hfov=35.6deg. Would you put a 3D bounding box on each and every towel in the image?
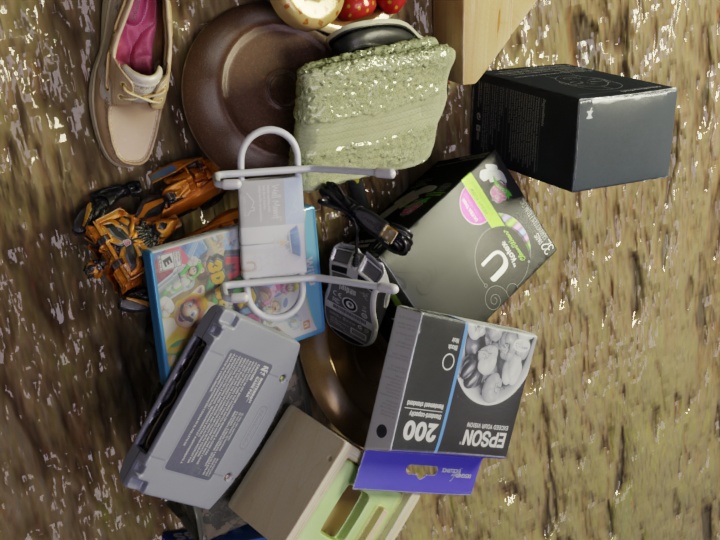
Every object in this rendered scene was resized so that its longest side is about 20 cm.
[{"bbox_3d":[0.012,-0.162,1.163,0.199,0.036,0.149,-17,128,-35],"label":"towel"}]

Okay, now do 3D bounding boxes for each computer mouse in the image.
[{"bbox_3d":[0.000,0.000,1.186,0.044,0.109,0.201,-48,157,-37],"label":"computer mouse"}]

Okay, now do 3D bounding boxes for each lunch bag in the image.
[{"bbox_3d":[-0.142,0.176,1.256,0.163,0.117,0.201,-17,119,-29],"label":"lunch bag"}]

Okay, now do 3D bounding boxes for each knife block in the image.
[{"bbox_3d":[0.116,-0.338,1.267,0.175,0.064,0.200,40,85,-34],"label":"knife block"}]

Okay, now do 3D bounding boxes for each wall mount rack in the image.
[{"bbox_3d":[-0.055,-0.039,1.100,0.173,0.075,0.201,-5,107,-11],"label":"wall mount rack"}]

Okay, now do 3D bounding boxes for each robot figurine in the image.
[{"bbox_3d":[-0.194,-0.045,1.153,0.199,0.058,0.145,-30,82,-28],"label":"robot figurine"}]

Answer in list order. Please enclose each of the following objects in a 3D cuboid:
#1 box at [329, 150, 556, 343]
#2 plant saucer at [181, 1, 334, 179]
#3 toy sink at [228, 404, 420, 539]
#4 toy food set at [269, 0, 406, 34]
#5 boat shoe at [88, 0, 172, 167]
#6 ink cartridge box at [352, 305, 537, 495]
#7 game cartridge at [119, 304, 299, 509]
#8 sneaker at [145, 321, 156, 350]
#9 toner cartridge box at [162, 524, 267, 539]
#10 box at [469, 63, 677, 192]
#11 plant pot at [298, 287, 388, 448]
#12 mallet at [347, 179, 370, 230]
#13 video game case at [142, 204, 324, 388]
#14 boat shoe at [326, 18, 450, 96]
[{"bbox_3d":[0.096,-0.018,1.294,0.200,0.124,0.149,-42,107,-22],"label":"box"},{"bbox_3d":[-0.085,-0.186,1.170,0.199,0.037,0.202,2,84,-25],"label":"plant saucer"},{"bbox_3d":[-0.022,0.259,1.235,0.200,0.112,0.131,41,79,-44],"label":"toy sink"},{"bbox_3d":[-0.017,-0.348,1.174,0.199,0.049,0.199,-2,98,-33],"label":"toy food set"},{"bbox_3d":[-0.223,-0.196,1.104,0.073,0.069,0.201,-6,110,-30],"label":"boat shoe"},{"bbox_3d":[0.095,0.150,1.207,0.197,0.043,0.201,12,93,-43],"label":"ink cartridge box"},{"bbox_3d":[-0.146,0.142,1.138,0.133,0.041,0.201,29,90,-44],"label":"game cartridge"},{"bbox_3d":[-0.161,0.023,1.220,0.201,0.097,0.071,-53,130,-34],"label":"sneaker"},{"bbox_3d":[-0.145,0.359,1.364,0.199,0.043,0.096,0,108,-32],"label":"toner cartridge box"},{"bbox_3d":[0.246,-0.173,1.321,0.148,0.200,0.108,-10,112,-28],"label":"box"},{"bbox_3d":[0.005,0.108,1.295,0.027,0.201,0.200,-26,133,32],"label":"plant pot"},{"bbox_3d":[-0.024,-0.128,1.274,0.066,0.041,0.201,-24,121,-24],"label":"mallet"},{"bbox_3d":[-0.124,0.023,1.150,0.199,0.018,0.144,-19,113,-36],"label":"video game case"},{"bbox_3d":[0.036,-0.223,1.211,0.201,0.073,0.063,6,68,-58],"label":"boat shoe"}]
